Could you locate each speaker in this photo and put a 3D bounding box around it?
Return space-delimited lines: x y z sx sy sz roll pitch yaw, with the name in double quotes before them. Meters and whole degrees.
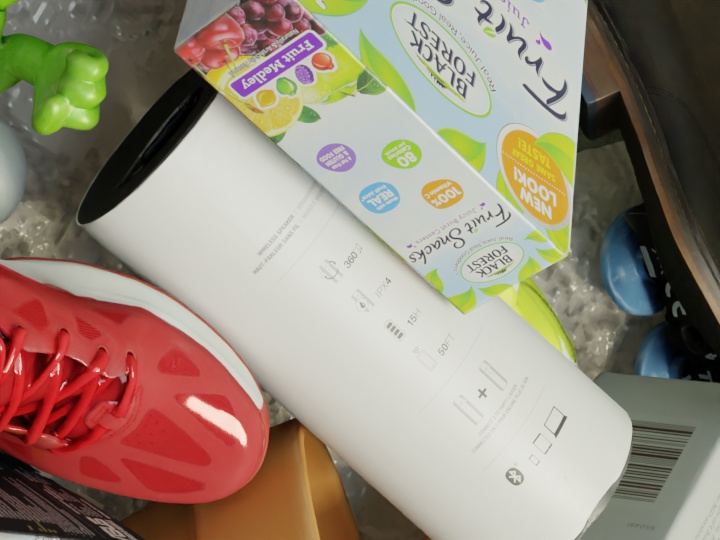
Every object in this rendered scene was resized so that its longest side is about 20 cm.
"speaker" -0.001 0.017 0.871 0.200 0.081 0.081 42 78 -17

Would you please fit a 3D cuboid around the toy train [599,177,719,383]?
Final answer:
"toy train" 0.176 0.029 1.063 0.114 0.086 0.201 -31 110 -30

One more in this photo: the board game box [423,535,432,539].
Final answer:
"board game box" 0.059 0.161 1.008 0.096 0.030 0.201 -49 137 -37

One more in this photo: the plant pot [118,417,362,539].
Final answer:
"plant pot" -0.057 0.167 0.902 0.139 0.200 0.201 -16 108 4

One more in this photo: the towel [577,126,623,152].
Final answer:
"towel" 0.063 -0.138 1.005 0.191 0.034 0.202 -13 102 -29

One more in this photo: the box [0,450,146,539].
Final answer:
"box" -0.174 0.078 0.811 0.157 0.200 0.050 10 95 -29

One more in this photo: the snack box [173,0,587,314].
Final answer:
"snack box" 0.016 -0.104 0.867 0.142 0.053 0.201 40 37 -27

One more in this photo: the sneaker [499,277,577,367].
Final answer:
"sneaker" 0.000 0.000 0.939 0.105 0.076 0.200 -34 121 3

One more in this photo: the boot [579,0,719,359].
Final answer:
"boot" 0.149 -0.040 0.958 0.097 0.075 0.201 -28 84 -1

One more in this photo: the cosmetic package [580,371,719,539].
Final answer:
"cosmetic package" 0.127 0.151 1.018 0.102 0.071 0.201 -52 135 -42

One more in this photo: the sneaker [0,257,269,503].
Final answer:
"sneaker" -0.114 0.039 0.778 0.199 0.116 0.079 25 109 -18

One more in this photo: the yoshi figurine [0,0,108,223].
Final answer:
"yoshi figurine" -0.148 -0.055 0.836 0.112 0.112 0.201 -28 132 -38
